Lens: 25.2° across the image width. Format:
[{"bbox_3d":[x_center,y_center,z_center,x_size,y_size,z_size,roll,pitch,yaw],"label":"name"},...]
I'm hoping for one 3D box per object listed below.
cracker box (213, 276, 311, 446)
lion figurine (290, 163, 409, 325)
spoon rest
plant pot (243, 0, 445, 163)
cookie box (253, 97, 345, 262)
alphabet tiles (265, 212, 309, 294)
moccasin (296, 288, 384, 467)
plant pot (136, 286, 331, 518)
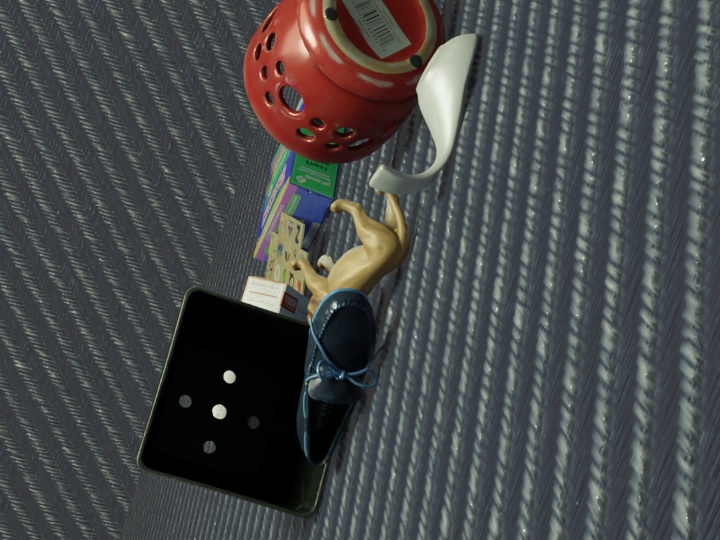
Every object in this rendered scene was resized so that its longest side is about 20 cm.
[{"bbox_3d":[-0.114,0.121,1.946,0.134,0.057,0.201,40,-116,-64],"label":"cracker box"},{"bbox_3d":[0.000,0.000,1.669,0.123,0.072,0.200,55,128,34],"label":"lion figurine"},{"bbox_3d":[0.076,-0.155,1.618,0.201,0.060,0.099,-63,6,-28],"label":"spoon rest"},{"bbox_3d":[-0.010,-0.245,1.817,0.182,0.199,0.201,-39,34,57],"label":"plant pot"},{"bbox_3d":[-0.086,-0.130,2.330,0.171,0.075,0.201,119,164,-45],"label":"cookie box"},{"bbox_3d":[-0.104,0.027,2.202,0.166,0.006,0.201,-151,67,-67],"label":"alphabet tiles"},{"bbox_3d":[-0.019,0.113,1.625,0.068,0.080,0.201,-96,11,-55],"label":"moccasin"},{"bbox_3d":[-0.140,0.151,1.769,0.177,0.199,0.201,155,132,-71],"label":"plant pot"}]
